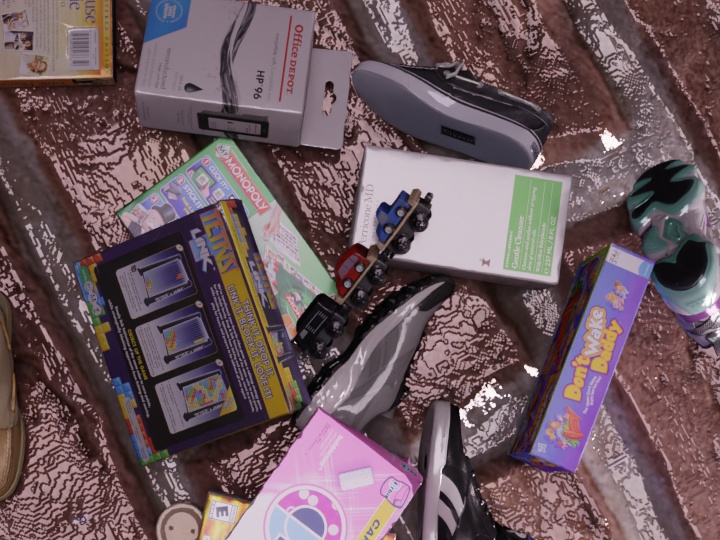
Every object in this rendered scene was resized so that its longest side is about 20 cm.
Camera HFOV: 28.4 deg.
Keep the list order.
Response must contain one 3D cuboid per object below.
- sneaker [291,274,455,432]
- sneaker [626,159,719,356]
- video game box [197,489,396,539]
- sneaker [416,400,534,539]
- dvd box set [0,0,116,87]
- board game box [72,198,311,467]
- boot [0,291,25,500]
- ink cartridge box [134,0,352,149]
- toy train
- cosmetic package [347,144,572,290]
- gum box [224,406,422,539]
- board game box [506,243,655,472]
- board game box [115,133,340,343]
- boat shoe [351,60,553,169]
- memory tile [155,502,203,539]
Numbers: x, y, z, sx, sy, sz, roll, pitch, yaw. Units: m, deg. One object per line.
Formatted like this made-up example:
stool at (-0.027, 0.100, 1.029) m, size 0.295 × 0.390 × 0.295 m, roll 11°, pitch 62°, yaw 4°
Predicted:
sneaker at (0.023, 0.086, 1.340) m, size 0.079 × 0.074 × 0.201 m, roll 41°, pitch 88°, yaw -7°
sneaker at (0.315, -0.002, 1.358) m, size 0.077 × 0.140 × 0.201 m, roll -19°, pitch 38°, yaw 21°
video game box at (-0.074, 0.319, 1.295) m, size 0.180 × 0.047 × 0.203 m, roll 13°, pitch 82°, yaw -4°
sneaker at (0.109, 0.224, 1.326) m, size 0.110 × 0.073 × 0.203 m, roll 3°, pitch 90°, yaw -6°
dvd box set at (-0.336, -0.251, 1.377) m, size 0.197 × 0.029 × 0.149 m, roll -3°, pitch 82°, yaw -3°
board game box at (-0.155, 0.057, 1.303) m, size 0.164 × 0.057 × 0.202 m, roll -20°, pitch 87°, yaw 17°
boot at (-0.348, 0.106, 1.266) m, size 0.072 × 0.155 × 0.203 m, roll -2°, pitch 83°, yaw -4°
ink cartridge box at (-0.107, -0.190, 1.351) m, size 0.197 × 0.068 × 0.118 m, roll 7°, pitch 67°, yaw -2°
toy train at (0.000, 0.000, 1.292) m, size 0.046 × 0.034 × 0.201 m, roll 36°, pitch 115°, yaw -5°
cosmetic package at (0.091, -0.048, 1.349) m, size 0.197 × 0.085 × 0.109 m, roll 7°, pitch 86°, yaw -3°
gum box at (-0.043, 0.227, 1.252) m, size 0.113 × 0.066 × 0.201 m, roll 35°, pitch 82°, yaw 2°
board game box at (0.201, 0.084, 1.312) m, size 0.044 × 0.135 × 0.202 m, roll 22°, pitch 81°, yaw 0°
board game box at (-0.123, -0.012, 1.359) m, size 0.134 × 0.029 × 0.201 m, roll -35°, pitch 86°, yaw -8°
boat shoe at (0.089, -0.165, 1.366) m, size 0.197 × 0.074 × 0.068 m, roll 22°, pitch 61°, yaw 18°
memory tile at (-0.109, 0.310, 1.324) m, size 0.197 × 0.017 × 0.155 m, roll 16°, pitch 82°, yaw -1°
